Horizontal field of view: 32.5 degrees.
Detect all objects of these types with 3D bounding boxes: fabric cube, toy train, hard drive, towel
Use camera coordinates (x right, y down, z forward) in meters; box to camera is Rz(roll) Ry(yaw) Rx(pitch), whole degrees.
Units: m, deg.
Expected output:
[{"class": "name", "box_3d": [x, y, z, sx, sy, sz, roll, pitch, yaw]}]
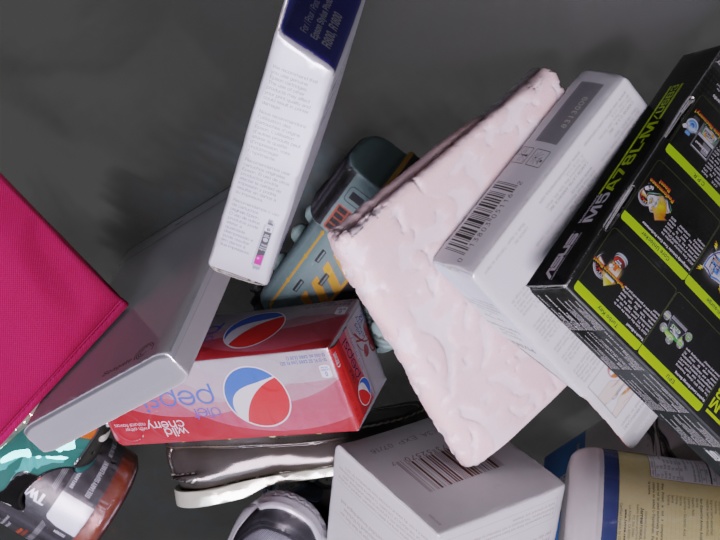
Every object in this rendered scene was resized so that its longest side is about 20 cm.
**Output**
[{"class": "fabric cube", "box_3d": [-0.318, 0.022, 0.835, 0.199, 0.196, 0.200, 49, 157, -21]}, {"class": "toy train", "box_3d": [0.000, 0.000, 0.872, 0.114, 0.085, 0.200, 38, 127, 0]}, {"class": "hard drive", "box_3d": [-0.142, 0.026, 0.840, 0.132, 0.200, 0.027, -28, 116, 28]}, {"class": "towel", "box_3d": [0.092, -0.001, 0.805, 0.032, 0.191, 0.200, 22, 148, 57]}]

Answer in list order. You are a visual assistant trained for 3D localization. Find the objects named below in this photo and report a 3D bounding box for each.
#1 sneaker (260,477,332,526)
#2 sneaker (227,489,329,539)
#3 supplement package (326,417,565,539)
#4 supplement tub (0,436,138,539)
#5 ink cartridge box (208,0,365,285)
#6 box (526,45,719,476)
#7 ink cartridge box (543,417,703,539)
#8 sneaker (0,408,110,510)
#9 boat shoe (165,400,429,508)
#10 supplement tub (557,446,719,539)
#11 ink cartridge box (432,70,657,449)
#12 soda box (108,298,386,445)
[{"class": "sneaker", "box_3d": [-0.051, 0.144, 0.977, 0.077, 0.085, 0.200, -28, 114, 28]}, {"class": "sneaker", "box_3d": [-0.083, 0.256, 0.879, 0.075, 0.114, 0.200, 24, 121, 1]}, {"class": "supplement package", "box_3d": [0.051, 0.219, 0.871, 0.117, 0.117, 0.201, 33, 126, 45]}, {"class": "supplement tub", "box_3d": [-0.291, 0.148, 1.018, 0.200, 0.107, 0.107, 34, 125, -13]}, {"class": "ink cartridge box", "box_3d": [-0.027, -0.125, 0.711, 0.043, 0.197, 0.200, 20, 127, -4]}, {"class": "box", "box_3d": [0.225, -0.001, 0.758, 0.200, 0.193, 0.047, 42, 164, -19]}, {"class": "ink cartridge box", "box_3d": [0.256, 0.159, 0.922, 0.144, 0.084, 0.200, 39, 123, -16]}, {"class": "sneaker", "box_3d": [-0.214, 0.102, 0.954, 0.200, 0.071, 0.080, -38, 108, -3]}, {"class": "boat shoe", "box_3d": [-0.043, 0.122, 0.911, 0.200, 0.072, 0.061, -13, 92, -6]}, {"class": "supplement tub", "box_3d": [0.230, 0.199, 0.813, 0.199, 0.145, 0.145, 7, 126, 8]}, {"class": "ink cartridge box", "box_3d": [0.160, -0.003, 0.801, 0.160, 0.047, 0.200, -51, 123, -11]}, {"class": "soda box", "box_3d": [-0.088, 0.073, 0.859, 0.199, 0.063, 0.070, -8, 117, 26]}]
